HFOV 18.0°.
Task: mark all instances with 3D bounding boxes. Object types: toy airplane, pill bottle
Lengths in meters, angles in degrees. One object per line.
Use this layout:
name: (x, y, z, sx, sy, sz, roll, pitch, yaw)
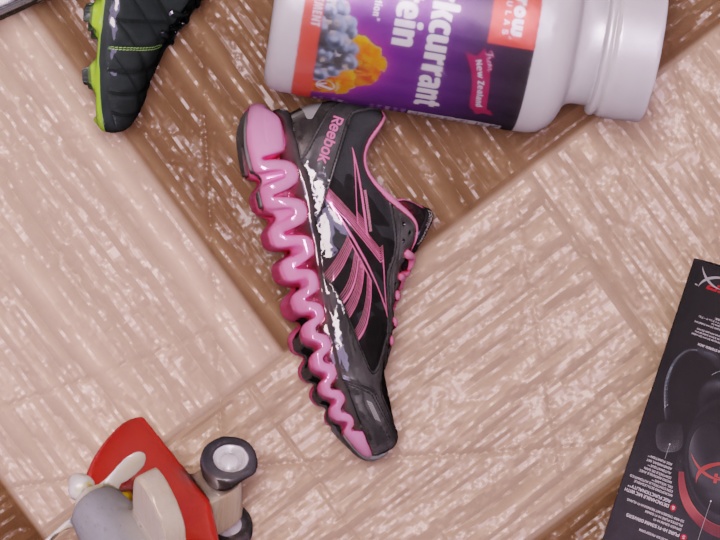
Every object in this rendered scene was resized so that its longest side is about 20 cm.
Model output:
toy airplane: (-0.109, 0.186, 1.161, 0.140, 0.199, 0.202, -5, 96, -11)
pill bottle: (0.055, -0.133, 1.186, 0.198, 0.111, 0.112, 9, 94, -2)

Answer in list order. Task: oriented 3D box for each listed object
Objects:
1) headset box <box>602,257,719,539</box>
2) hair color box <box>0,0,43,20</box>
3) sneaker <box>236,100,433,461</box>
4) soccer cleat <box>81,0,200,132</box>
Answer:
headset box: (0.219, 0.112, 1.197, 0.148, 0.075, 0.201, 19, 93, 25)
hair color box: (-0.225, -0.228, 1.200, 0.098, 0.061, 0.201, -24, 95, 0)
sneaker: (0.000, 0.000, 1.219, 0.095, 0.079, 0.202, -16, 95, -12)
soccer cleat: (-0.096, -0.168, 1.204, 0.080, 0.068, 0.202, 13, 90, -1)
